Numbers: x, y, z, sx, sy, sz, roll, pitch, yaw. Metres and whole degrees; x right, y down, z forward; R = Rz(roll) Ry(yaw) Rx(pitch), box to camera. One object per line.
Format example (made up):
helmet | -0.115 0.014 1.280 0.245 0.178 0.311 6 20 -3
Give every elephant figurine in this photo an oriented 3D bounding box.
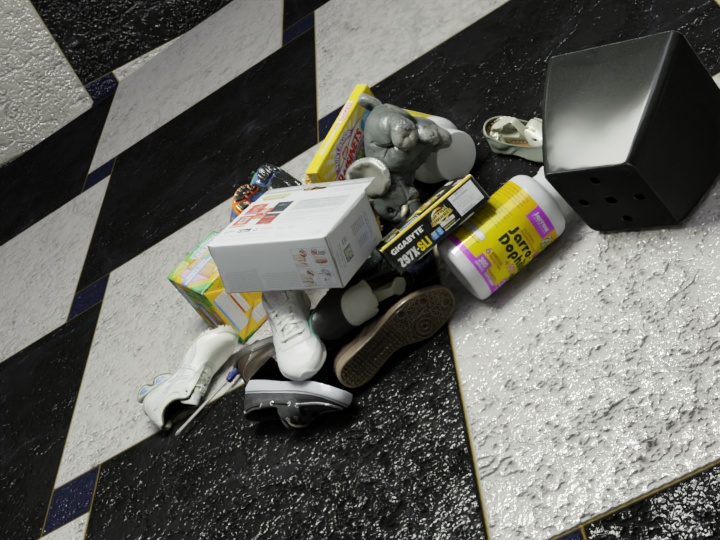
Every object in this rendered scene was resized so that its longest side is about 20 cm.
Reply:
elephant figurine | 0.047 -0.144 1.667 0.201 0.141 0.155 -69 24 19

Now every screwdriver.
screwdriver | -0.220 0.189 1.703 0.029 0.028 0.200 29 70 28

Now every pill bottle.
pill bottle | 0.209 -0.060 1.483 0.200 0.104 0.104 -41 29 -3
pill bottle | 0.100 -0.207 1.801 0.111 0.111 0.200 -46 33 -14

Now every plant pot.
plant pot | 0.348 -0.163 1.399 0.199 0.199 0.178 -2 56 47

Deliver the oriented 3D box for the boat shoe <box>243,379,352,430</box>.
boat shoe | -0.095 0.193 1.520 0.199 0.070 0.067 -1 69 39

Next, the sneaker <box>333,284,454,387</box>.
sneaker | 0.040 0.080 1.517 0.200 0.071 0.076 -37 24 0

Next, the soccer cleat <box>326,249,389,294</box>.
soccer cleat | 0.000 0.000 1.633 0.081 0.068 0.200 10 28 12

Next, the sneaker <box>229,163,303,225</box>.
sneaker | -0.156 -0.108 1.702 0.079 0.075 0.200 -60 -10 31

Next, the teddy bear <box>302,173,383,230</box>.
teddy bear | -0.010 -0.123 1.747 0.067 0.199 0.146 -36 58 47

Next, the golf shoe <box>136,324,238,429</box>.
golf shoe | -0.265 0.178 1.741 0.200 0.078 0.097 -43 46 3

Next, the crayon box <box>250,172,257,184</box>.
crayon box | -0.104 -0.074 1.776 0.058 0.199 0.119 110 179 -46

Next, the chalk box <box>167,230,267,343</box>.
chalk box | -0.239 0.021 1.857 0.124 0.125 0.200 -48 29 -16

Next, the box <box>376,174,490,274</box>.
box | 0.096 -0.066 1.526 0.160 0.049 0.200 -42 4 1

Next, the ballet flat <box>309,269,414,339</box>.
ballet flat | 0.008 0.038 1.543 0.068 0.068 0.200 -20 8 42

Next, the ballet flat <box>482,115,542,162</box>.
ballet flat | 0.262 -0.208 1.674 0.067 0.064 0.200 -48 31 -17

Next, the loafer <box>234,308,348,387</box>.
loafer | -0.097 0.125 1.617 0.199 0.073 0.072 -30 43 18

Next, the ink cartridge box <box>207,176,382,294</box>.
ink cartridge box | -0.081 -0.050 1.520 0.199 0.084 0.176 -3 30 31

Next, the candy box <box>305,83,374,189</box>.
candy box | -0.016 -0.189 1.695 0.026 0.102 0.201 0 50 37

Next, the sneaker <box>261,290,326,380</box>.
sneaker | -0.108 0.075 1.531 0.075 0.100 0.200 -29 41 6
